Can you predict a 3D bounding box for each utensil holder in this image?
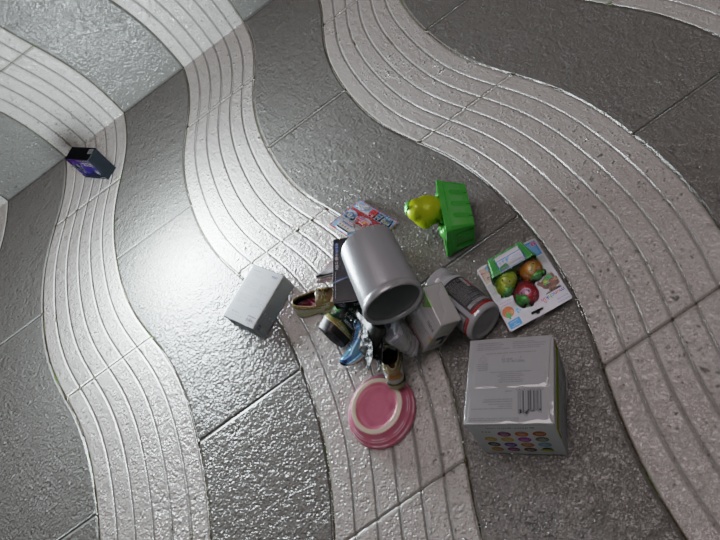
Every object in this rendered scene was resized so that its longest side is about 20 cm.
[{"bbox_3d":[0.052,0.008,1.529,0.167,0.170,0.203,-29,58,8],"label":"utensil holder"}]

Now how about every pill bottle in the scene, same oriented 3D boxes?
[{"bbox_3d":[0.270,0.085,1.587,0.116,0.116,0.200,-43,50,-4],"label":"pill bottle"}]

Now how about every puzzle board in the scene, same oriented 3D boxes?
[{"bbox_3d":[0.008,-0.156,1.927,0.150,0.018,0.198,-39,47,-20],"label":"puzzle board"}]

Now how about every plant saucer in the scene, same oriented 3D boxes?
[{"bbox_3d":[0.050,0.369,1.566,0.195,0.051,0.205,-15,53,20],"label":"plant saucer"}]

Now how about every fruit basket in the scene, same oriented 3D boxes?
[{"bbox_3d":[0.429,0.032,1.553,0.182,0.094,0.203,-29,54,9],"label":"fruit basket"},{"bbox_3d":[0.230,-0.161,1.742,0.209,0.157,0.221,-5,55,7],"label":"fruit basket"}]

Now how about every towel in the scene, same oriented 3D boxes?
[{"bbox_3d":[-0.024,-0.021,1.809,0.195,0.033,0.191,-10,18,21],"label":"towel"}]

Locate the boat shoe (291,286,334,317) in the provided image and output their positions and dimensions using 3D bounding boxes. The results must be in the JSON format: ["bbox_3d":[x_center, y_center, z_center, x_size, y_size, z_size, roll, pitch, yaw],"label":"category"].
[{"bbox_3d":[-0.125,0.090,1.832,0.195,0.067,0.076,-22,52,15],"label":"boat shoe"}]

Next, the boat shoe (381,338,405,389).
[{"bbox_3d":[0.081,0.230,1.597,0.073,0.070,0.201,-17,32,-3],"label":"boat shoe"}]

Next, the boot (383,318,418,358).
[{"bbox_3d":[0.103,0.168,1.605,0.073,0.095,0.201,-43,21,13],"label":"boot"}]

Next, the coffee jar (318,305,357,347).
[{"bbox_3d":[-0.032,0.123,1.734,0.202,0.104,0.085,-52,35,-10],"label":"coffee jar"}]

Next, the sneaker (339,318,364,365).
[{"bbox_3d":[-0.007,0.181,1.681,0.202,0.090,0.078,-56,17,-21],"label":"sneaker"}]

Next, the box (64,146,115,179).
[{"bbox_3d":[-1.299,-0.516,2.820,0.195,0.141,0.081,9,66,33],"label":"box"}]

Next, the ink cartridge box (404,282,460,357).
[{"bbox_3d":[0.185,0.137,1.574,0.066,0.202,0.119,-14,63,-23],"label":"ink cartridge box"}]

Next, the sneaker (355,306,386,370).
[{"bbox_3d":[0.020,0.179,1.579,0.200,0.058,0.107,-135,58,-65],"label":"sneaker"}]

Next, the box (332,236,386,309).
[{"bbox_3d":[0.000,0.000,1.671,0.155,0.044,0.206,-7,64,13],"label":"box"}]

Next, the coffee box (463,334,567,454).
[{"bbox_3d":[0.362,0.291,1.349,0.194,0.199,0.205,-6,54,25],"label":"coffee box"}]

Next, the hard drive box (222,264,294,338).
[{"bbox_3d":[-0.335,0.099,1.935,0.153,0.077,0.203,17,70,35],"label":"hard drive box"}]
